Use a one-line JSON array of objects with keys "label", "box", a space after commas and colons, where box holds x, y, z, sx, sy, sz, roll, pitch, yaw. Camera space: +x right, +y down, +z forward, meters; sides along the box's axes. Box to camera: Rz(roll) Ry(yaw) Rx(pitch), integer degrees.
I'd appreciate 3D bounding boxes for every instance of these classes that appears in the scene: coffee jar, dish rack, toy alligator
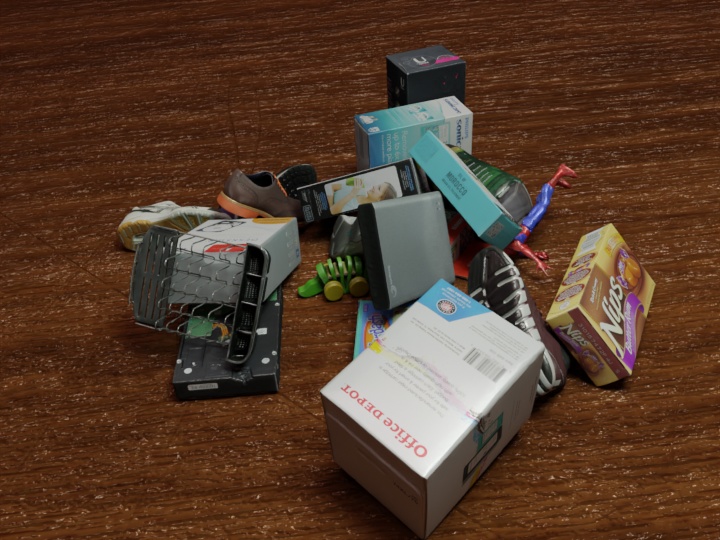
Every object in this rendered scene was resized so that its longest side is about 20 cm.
[{"label": "coffee jar", "box": [0.192, -0.137, 1.256, 0.085, 0.105, 0.200, -43, 43, -7]}, {"label": "dish rack", "box": [-0.217, 0.024, 0.983, 0.197, 0.156, 0.055, 13, 6, 11]}, {"label": "toy alligator", "box": [0.000, 0.000, 1.140, 0.197, 0.055, 0.060, -10, 37, -7]}]

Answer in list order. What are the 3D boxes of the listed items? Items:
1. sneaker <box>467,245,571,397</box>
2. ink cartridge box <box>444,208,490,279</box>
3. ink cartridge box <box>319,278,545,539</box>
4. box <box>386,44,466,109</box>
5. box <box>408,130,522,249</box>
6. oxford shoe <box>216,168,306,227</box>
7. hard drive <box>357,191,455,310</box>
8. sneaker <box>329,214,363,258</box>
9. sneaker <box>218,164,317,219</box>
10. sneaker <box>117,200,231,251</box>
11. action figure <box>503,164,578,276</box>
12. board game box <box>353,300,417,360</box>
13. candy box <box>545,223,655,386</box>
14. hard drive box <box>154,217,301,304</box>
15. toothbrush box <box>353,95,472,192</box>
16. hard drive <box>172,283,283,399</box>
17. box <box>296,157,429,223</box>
[{"label": "sneaker", "box": [0.211, 0.069, 0.970, 0.115, 0.075, 0.203, 13, 54, -51]}, {"label": "ink cartridge box", "box": [0.130, -0.051, 1.199, 0.198, 0.051, 0.109, 17, 40, 28]}, {"label": "ink cartridge box", "box": [0.078, 0.148, 0.816, 0.146, 0.147, 0.199, 34, 59, 29]}, {"label": "box", "box": [0.124, -0.305, 1.417, 0.121, 0.202, 0.106, -15, 37, -14]}, {"label": "box", "box": [0.158, -0.122, 1.137, 0.049, 0.082, 0.201, -44, 55, 15]}, {"label": "oxford shoe", "box": [-0.143, -0.120, 1.244, 0.071, 0.073, 0.199, 38, 19, 34]}, {"label": "hard drive", "box": [0.068, -0.033, 1.053, 0.033, 0.142, 0.199, -6, 6, 34]}, {"label": "sneaker", "box": [0.008, -0.049, 1.159, 0.079, 0.072, 0.200, 15, -9, -22]}, {"label": "sneaker", "box": [-0.169, -0.143, 1.341, 0.087, 0.077, 0.199, 22, 43, 39]}, {"label": "sneaker", "box": [-0.312, -0.090, 1.277, 0.197, 0.077, 0.088, -2, 36, 3]}, {"label": "action figure", "box": [0.284, -0.058, 1.161, 0.099, 0.065, 0.200, 40, 78, 13]}, {"label": "board game box", "box": [0.091, 0.102, 1.000, 0.197, 0.046, 0.153, 0, 37, 5]}, {"label": "candy box", "box": [0.324, 0.041, 0.995, 0.056, 0.117, 0.200, -30, 14, 42]}, {"label": "hard drive box", "box": [-0.189, -0.018, 1.110, 0.153, 0.078, 0.200, -1, 17, 11]}, {"label": "toothbrush box", "box": [0.096, -0.214, 1.345, 0.197, 0.148, 0.086, -14, 37, -15]}, {"label": "hard drive", "box": [-0.179, 0.093, 1.047, 0.137, 0.038, 0.201, -5, 37, -1]}, {"label": "box", "box": [0.007, -0.134, 1.240, 0.197, 0.061, 0.117, -13, 6, 16]}]
